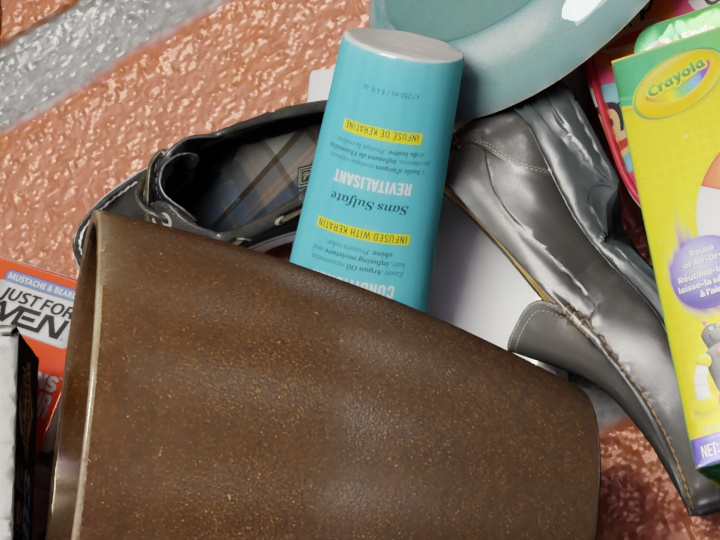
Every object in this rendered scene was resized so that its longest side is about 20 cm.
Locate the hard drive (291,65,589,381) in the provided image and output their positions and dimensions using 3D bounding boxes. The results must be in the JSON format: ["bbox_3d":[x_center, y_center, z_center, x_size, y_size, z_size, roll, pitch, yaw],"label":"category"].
[{"bbox_3d":[0.031,0.005,1.135,0.132,0.026,0.200,-1,73,23],"label":"hard drive"}]

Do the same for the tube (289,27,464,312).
[{"bbox_3d":[0.000,0.000,1.070,0.077,0.050,0.200,13,108,10],"label":"tube"}]

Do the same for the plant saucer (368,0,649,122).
[{"bbox_3d":[0.074,-0.153,1.111,0.200,0.027,0.200,-32,36,27],"label":"plant saucer"}]

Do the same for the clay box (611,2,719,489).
[{"bbox_3d":[0.168,-0.027,0.980,0.115,0.048,0.200,-18,67,19],"label":"clay box"}]

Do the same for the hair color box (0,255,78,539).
[{"bbox_3d":[-0.149,0.106,1.133,0.064,0.111,0.200,15,81,26],"label":"hair color box"}]

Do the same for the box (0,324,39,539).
[{"bbox_3d":[-0.234,0.124,1.027,0.198,0.050,0.200,0,74,3],"label":"box"}]

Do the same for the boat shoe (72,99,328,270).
[{"bbox_3d":[-0.064,-0.034,1.145,0.200,0.066,0.070,-11,68,36],"label":"boat shoe"}]

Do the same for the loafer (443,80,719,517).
[{"bbox_3d":[0.094,0.019,1.066,0.072,0.073,0.200,-26,70,-1],"label":"loafer"}]

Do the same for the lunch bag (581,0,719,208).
[{"bbox_3d":[0.188,-0.115,1.074,0.200,0.082,0.176,-23,65,16],"label":"lunch bag"}]

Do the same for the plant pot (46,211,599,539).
[{"bbox_3d":[-0.015,0.081,0.994,0.200,0.187,0.187,7,74,-9],"label":"plant pot"}]
